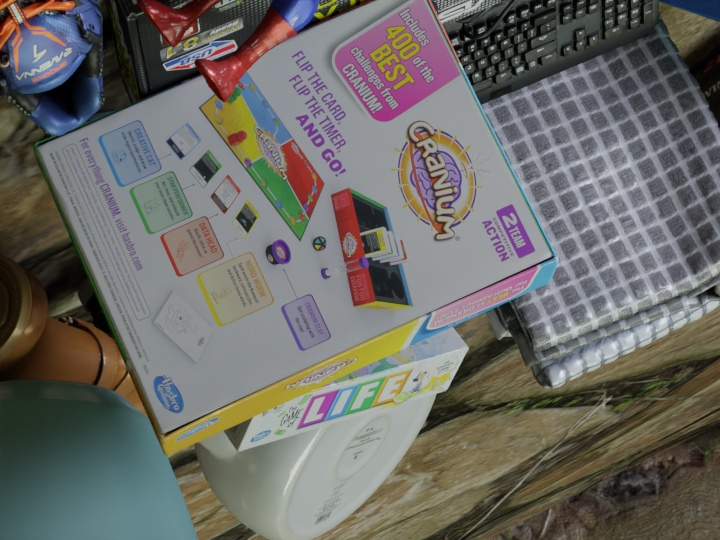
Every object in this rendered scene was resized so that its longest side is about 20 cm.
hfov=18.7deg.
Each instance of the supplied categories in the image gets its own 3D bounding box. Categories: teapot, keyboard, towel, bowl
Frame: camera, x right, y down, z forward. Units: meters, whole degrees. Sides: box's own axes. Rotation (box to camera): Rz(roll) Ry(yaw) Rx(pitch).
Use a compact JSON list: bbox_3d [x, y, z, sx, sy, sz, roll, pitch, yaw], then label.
[{"bbox_3d":[-0.047,0.077,1.502,0.197,0.146,0.200,-45,156,-16],"label":"teapot"},{"bbox_3d":[0.076,-0.124,1.164,0.199,0.040,0.105,-24,137,-11],"label":"keyboard"},{"bbox_3d":[0.126,-0.053,1.242,0.165,0.201,0.086,-22,163,-15],"label":"towel"},{"bbox_3d":[-0.184,0.124,1.203,0.199,0.106,0.201,-3,163,-1],"label":"bowl"}]

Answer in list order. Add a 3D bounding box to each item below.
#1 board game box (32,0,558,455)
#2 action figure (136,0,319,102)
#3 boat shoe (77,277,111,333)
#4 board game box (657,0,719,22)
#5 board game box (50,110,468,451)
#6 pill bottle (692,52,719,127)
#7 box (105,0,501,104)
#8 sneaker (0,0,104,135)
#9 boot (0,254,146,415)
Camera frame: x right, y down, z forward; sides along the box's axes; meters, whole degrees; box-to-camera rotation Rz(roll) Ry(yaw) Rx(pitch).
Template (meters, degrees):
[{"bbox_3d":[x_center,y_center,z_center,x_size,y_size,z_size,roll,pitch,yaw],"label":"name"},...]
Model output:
[{"bbox_3d":[-0.030,-0.025,1.009,0.199,0.154,0.040,-23,165,-7],"label":"board game box"},{"bbox_3d":[-0.007,-0.167,0.885,0.200,0.065,0.099,-42,157,-4],"label":"action figure"},{"bbox_3d":[-0.091,-0.007,1.296,0.199,0.066,0.074,-36,160,30],"label":"boat shoe"},{"bbox_3d":[0.273,-0.142,1.233,0.152,0.199,0.045,2,107,-58],"label":"board game box"},{"bbox_3d":[-0.055,-0.008,1.103,0.134,0.200,0.034,-13,143,-38],"label":"board game box"},{"bbox_3d":[0.274,-0.106,1.481,0.106,0.107,0.200,-9,157,-47],"label":"pill bottle"},{"bbox_3d":[-0.020,-0.140,1.021,0.199,0.045,0.160,-23,164,-9],"label":"box"},{"bbox_3d":[-0.135,-0.113,0.864,0.075,0.079,0.200,-27,165,1],"label":"sneaker"},{"bbox_3d":[-0.171,0.046,1.247,0.154,0.074,0.200,11,162,-26],"label":"boot"}]
